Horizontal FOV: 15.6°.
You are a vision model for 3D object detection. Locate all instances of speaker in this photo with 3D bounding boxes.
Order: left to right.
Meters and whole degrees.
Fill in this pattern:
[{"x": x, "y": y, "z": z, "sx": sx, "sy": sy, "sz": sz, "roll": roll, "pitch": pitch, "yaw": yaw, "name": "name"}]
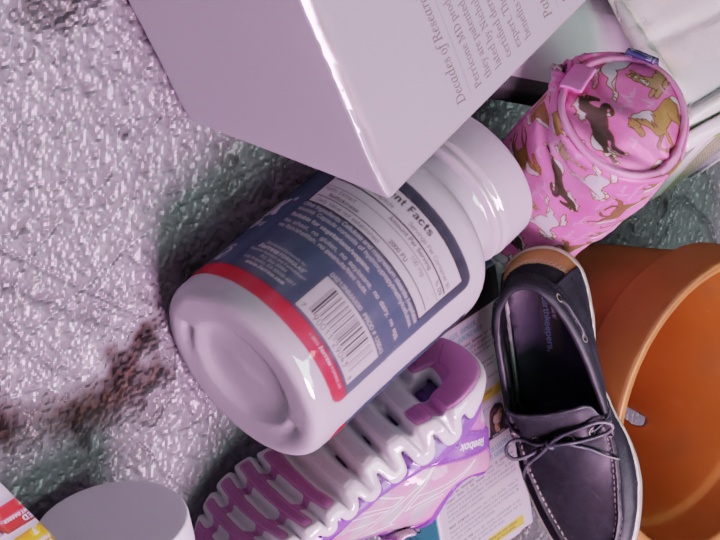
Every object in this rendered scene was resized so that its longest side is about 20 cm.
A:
[{"x": 0.112, "y": -0.138, "z": 1.583, "sx": 0.200, "sy": 0.081, "sz": 0.081, "roll": 6, "pitch": 102, "yaw": -48, "name": "speaker"}]

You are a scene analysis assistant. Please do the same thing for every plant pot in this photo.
[{"x": 0.176, "y": 0.067, "z": 1.689, "sx": 0.200, "sy": 0.140, "sz": 0.200, "roll": -21, "pitch": 121, "yaw": -40, "name": "plant pot"}]

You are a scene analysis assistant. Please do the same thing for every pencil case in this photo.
[{"x": 0.122, "y": -0.062, "z": 1.544, "sx": 0.083, "sy": 0.200, "sz": 0.087, "roll": -1, "pitch": 73, "yaw": -15, "name": "pencil case"}]

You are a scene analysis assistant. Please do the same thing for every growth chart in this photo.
[{"x": 0.200, "y": -0.178, "z": 1.571, "sx": 0.145, "sy": 0.018, "sz": 0.200, "roll": -22, "pitch": 86, "yaw": -19, "name": "growth chart"}]

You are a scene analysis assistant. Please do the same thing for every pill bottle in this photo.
[{"x": -0.123, "y": 0.223, "z": 1.462, "sx": 0.113, "sy": 0.113, "sz": 0.200, "roll": -30, "pitch": 125, "yaw": -35, "name": "pill bottle"}, {"x": 0.000, "y": 0.000, "z": 1.493, "sx": 0.200, "sy": 0.119, "sz": 0.120, "roll": -41, "pitch": 131, "yaw": -28, "name": "pill bottle"}]

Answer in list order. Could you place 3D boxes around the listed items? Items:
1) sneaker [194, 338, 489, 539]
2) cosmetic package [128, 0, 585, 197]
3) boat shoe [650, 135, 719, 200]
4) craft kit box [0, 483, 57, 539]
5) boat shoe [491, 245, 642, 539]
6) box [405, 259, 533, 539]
[{"x": -0.002, "y": 0.130, "z": 1.536, "sx": 0.200, "sy": 0.080, "sz": 0.089, "roll": -35, "pitch": 134, "yaw": -7, "name": "sneaker"}, {"x": -0.003, "y": -0.180, "z": 1.380, "sx": 0.200, "sy": 0.167, "sz": 0.166, "roll": -45, "pitch": 134, "yaw": -22, "name": "cosmetic package"}, {"x": 0.229, "y": -0.113, "z": 1.665, "sx": 0.065, "sy": 0.074, "sz": 0.202, "roll": -12, "pitch": 152, "yaw": -48, "name": "boat shoe"}, {"x": -0.218, "y": 0.208, "z": 1.316, "sx": 0.200, "sy": 0.049, "sz": 0.198, "roll": 45, "pitch": 65, "yaw": -3, "name": "craft kit box"}, {"x": 0.117, "y": 0.087, "z": 1.553, "sx": 0.062, "sy": 0.074, "sz": 0.200, "roll": -39, "pitch": 120, "yaw": -65, "name": "boat shoe"}, {"x": 0.052, "y": 0.090, "z": 1.636, "sx": 0.082, "sy": 0.049, "sz": 0.200, "roll": -32, "pitch": 127, "yaw": -33, "name": "box"}]
